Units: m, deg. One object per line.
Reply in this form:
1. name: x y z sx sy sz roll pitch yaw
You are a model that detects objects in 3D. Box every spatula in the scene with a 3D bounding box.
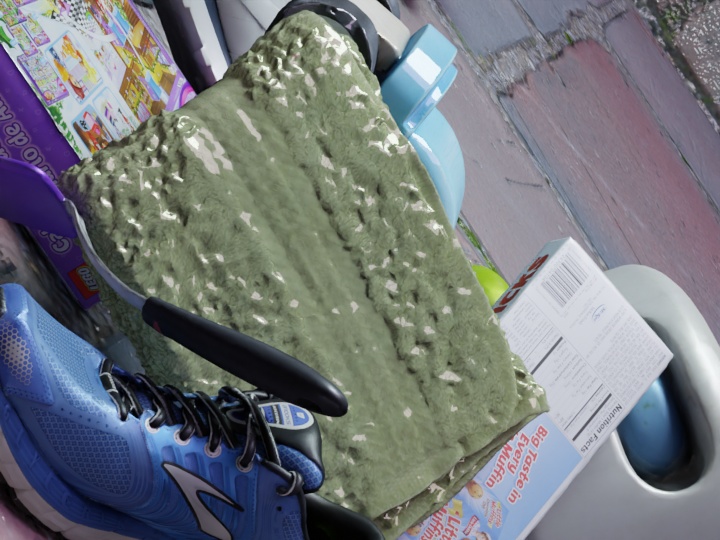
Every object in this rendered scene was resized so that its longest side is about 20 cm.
1. spatula: -0.083 0.002 1.015 0.200 0.021 0.057 33 -17 25

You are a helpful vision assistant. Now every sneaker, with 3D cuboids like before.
1. sneaker: -0.044 -0.102 1.336 0.076 0.080 0.200 32 -38 58
2. sneaker: -0.064 0.062 1.011 0.200 0.089 0.079 43 20 -36

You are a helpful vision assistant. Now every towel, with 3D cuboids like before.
1. towel: -0.022 0.015 1.106 0.036 0.148 0.200 -3 -60 61

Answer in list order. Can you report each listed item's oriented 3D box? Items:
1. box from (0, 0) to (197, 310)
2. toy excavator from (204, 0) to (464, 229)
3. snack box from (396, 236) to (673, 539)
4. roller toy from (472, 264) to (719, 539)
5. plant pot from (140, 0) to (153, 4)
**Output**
1. box: -0.121 -0.074 1.204 0.137 0.039 0.200 56 14 -9
2. toy excavator: 0.000 0.000 1.200 0.200 0.194 0.100 42 15 -4
3. snack box: 0.047 0.079 1.170 0.072 0.200 0.024 49 -25 -14
4. roller toy: 0.114 0.098 1.304 0.182 0.139 0.200 -125 -163 -68
5. plant pot: -0.102 -0.276 1.373 0.196 0.200 0.196 60 15 14
